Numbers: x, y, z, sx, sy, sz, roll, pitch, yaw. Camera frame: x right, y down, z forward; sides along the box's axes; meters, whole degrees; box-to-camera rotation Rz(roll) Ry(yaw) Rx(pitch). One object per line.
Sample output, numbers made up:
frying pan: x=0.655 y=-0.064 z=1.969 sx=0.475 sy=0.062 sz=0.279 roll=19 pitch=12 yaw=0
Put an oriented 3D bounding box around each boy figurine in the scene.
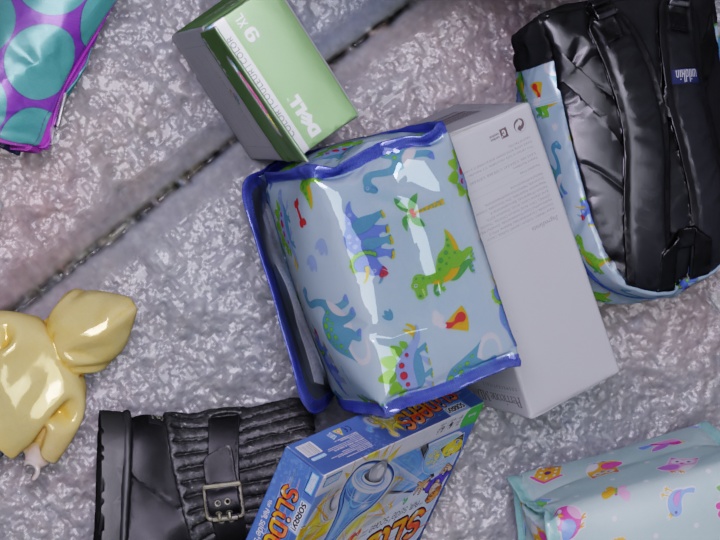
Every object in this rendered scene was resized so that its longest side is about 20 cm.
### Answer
boy figurine: x=-0.238 y=0.076 z=1.496 sx=0.200 sy=0.064 sz=0.125 roll=-42 pitch=100 yaw=-6

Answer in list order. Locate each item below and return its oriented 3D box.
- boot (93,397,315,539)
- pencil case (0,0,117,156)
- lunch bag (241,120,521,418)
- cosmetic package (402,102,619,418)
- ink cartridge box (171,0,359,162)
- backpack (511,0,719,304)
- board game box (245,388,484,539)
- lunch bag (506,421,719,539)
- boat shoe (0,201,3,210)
boot: x=-0.103 y=0.193 z=1.522 sx=0.156 sy=0.079 sz=0.213 roll=1 pitch=93 yaw=-11
pencil case: x=-0.199 y=-0.174 z=1.475 sx=0.092 sy=0.085 sz=0.201 roll=31 pitch=88 yaw=4
lunch bag: x=0.000 y=0.000 z=1.467 sx=0.126 sy=0.200 sz=0.172 roll=-18 pitch=96 yaw=-17
cosmetic package: x=0.091 y=-0.009 z=1.517 sx=0.081 sy=0.113 sz=0.202 roll=-23 pitch=101 yaw=-21
ink cartridge box: x=-0.060 y=-0.129 z=1.445 sx=0.059 sy=0.200 sz=0.104 roll=-35 pitch=100 yaw=-8
backpack: x=0.186 y=-0.077 z=1.532 sx=0.162 sy=0.154 sz=0.202 roll=-15 pitch=79 yaw=-29
board game box: x=-0.005 y=0.154 z=1.469 sx=0.034 sy=0.199 sz=0.136 roll=35 pitch=118 yaw=23
lunch bag: x=0.204 y=0.231 z=1.566 sx=0.169 sy=0.122 sz=0.202 roll=-13 pitch=105 yaw=-12
boat shoe: x=-0.328 y=0.004 z=1.470 sx=0.200 sy=0.071 sz=0.064 roll=-40 pitch=101 yaw=-4
